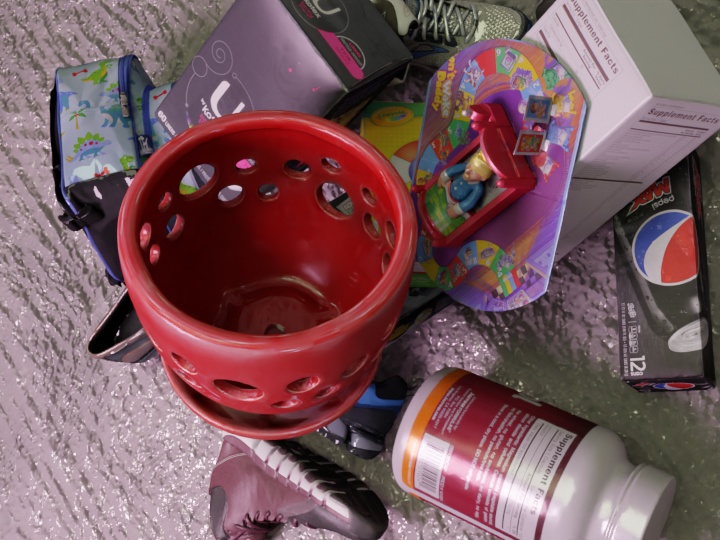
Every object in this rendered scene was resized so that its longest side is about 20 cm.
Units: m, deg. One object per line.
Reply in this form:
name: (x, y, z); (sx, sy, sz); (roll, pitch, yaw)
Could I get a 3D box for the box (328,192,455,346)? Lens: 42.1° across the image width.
box: (0.000, 0.000, 0.830); (0.200, 0.040, 0.137); (-32, 64, -20)

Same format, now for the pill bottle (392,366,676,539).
pill bottle: (0.135, 0.160, 0.735); (0.200, 0.113, 0.113); (21, 86, 29)

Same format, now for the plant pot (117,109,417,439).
plant pot: (-0.063, 0.013, 0.689); (0.200, 0.183, 0.201); (1, 58, -1)

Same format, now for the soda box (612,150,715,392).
soda box: (0.241, -0.006, 0.750); (0.063, 0.071, 0.201); (-7, 73, 27)

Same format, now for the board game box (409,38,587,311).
board game box: (0.079, -0.070, 0.687); (0.158, 0.039, 0.200); (26, 112, 47)

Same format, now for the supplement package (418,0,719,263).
supplement package: (0.158, -0.104, 0.711); (0.200, 0.114, 0.110); (-46, 57, 42)

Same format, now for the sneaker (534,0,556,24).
sneaker: (0.192, -0.181, 0.838); (0.115, 0.075, 0.200); (33, 108, 56)

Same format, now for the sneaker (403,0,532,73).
sneaker: (0.063, -0.231, 0.896); (0.200, 0.085, 0.077); (7, 79, 27)

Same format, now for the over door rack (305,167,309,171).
over door rack: (-0.090, -0.003, 0.920); (0.200, 0.067, 0.148); (-50, 61, 6)

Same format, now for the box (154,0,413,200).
box: (-0.072, -0.161, 0.822); (0.122, 0.106, 0.200); (52, 134, 1)

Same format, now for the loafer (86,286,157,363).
loafer: (-0.201, 0.028, 0.918); (0.200, 0.063, 0.072); (-49, 64, 30)

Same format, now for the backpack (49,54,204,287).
backpack: (-0.227, -0.116, 0.962); (0.147, 0.183, 0.200); (-16, 64, -2)

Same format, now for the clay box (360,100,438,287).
clay box: (0.057, -0.081, 0.830); (0.115, 0.048, 0.200); (1, 59, -3)

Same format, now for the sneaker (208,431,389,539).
sneaker: (-0.067, 0.223, 0.850); (0.200, 0.076, 0.116); (26, 94, 40)

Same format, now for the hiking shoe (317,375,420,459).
hiking shoe: (-0.050, 0.085, 0.848); (0.200, 0.074, 0.087); (34, 82, -5)

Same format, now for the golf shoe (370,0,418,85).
golf shoe: (-0.008, -0.185, 0.883); (0.094, 0.200, 0.078); (39, 55, 11)
